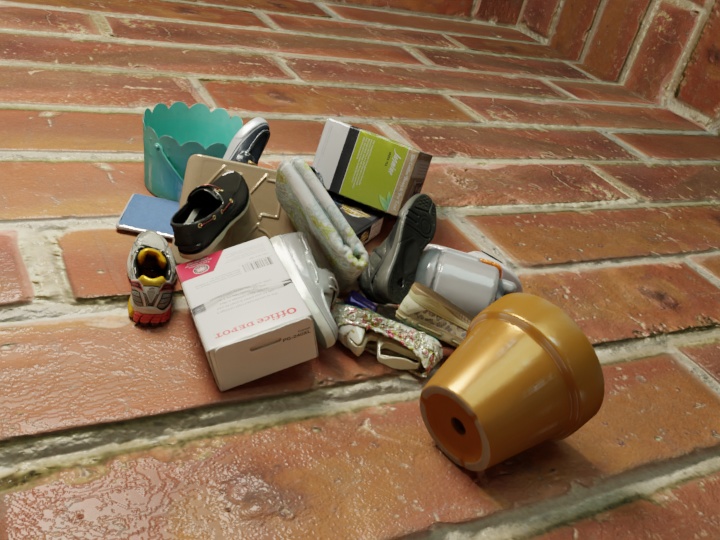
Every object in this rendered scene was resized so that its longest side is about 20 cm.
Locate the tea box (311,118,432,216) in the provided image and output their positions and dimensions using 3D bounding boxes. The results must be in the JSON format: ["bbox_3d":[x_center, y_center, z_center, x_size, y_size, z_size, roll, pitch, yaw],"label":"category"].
[{"bbox_3d":[0.025,-0.205,1.478,0.195,0.135,0.200,22,11,9],"label":"tea box"}]

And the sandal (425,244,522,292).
[{"bbox_3d":[0.205,-0.007,1.339,0.205,0.080,0.059,25,34,20],"label":"sandal"}]

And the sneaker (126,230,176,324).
[{"bbox_3d":[-0.307,-0.007,1.102,0.077,0.083,0.201,2,32,-21],"label":"sneaker"}]

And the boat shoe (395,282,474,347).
[{"bbox_3d":[0.147,0.095,1.125,0.199,0.063,0.073,35,11,-6],"label":"boat shoe"}]

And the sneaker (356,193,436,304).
[{"bbox_3d":[0.052,-0.035,1.189,0.076,0.201,0.114,34,-24,-31],"label":"sneaker"}]

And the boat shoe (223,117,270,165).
[{"bbox_3d":[-0.202,-0.169,1.306,0.090,0.201,0.071,32,-6,19],"label":"boat shoe"}]

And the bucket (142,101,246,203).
[{"bbox_3d":[-0.316,-0.220,1.398,0.205,0.136,0.208,10,31,-6],"label":"bucket"}]

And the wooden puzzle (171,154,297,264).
[{"bbox_3d":[-0.203,-0.084,1.226,0.198,0.187,0.046,9,-9,-6],"label":"wooden puzzle"}]

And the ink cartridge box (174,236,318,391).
[{"bbox_3d":[-0.161,0.056,1.028,0.144,0.084,0.200,-18,41,-15],"label":"ink cartridge box"}]

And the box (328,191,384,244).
[{"bbox_3d":[-0.086,-0.095,1.385,0.199,0.050,0.198,27,31,20],"label":"box"}]

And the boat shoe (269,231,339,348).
[{"bbox_3d":[-0.069,0.019,1.085,0.071,0.070,0.202,-22,60,-14],"label":"boat shoe"}]

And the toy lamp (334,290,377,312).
[{"bbox_3d":[-0.071,0.039,1.158,0.198,0.059,0.058,20,30,6],"label":"toy lamp"}]

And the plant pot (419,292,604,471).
[{"bbox_3d":[0.182,0.159,0.966,0.182,0.202,0.200,-29,50,-30],"label":"plant pot"}]

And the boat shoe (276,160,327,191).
[{"bbox_3d":[-0.105,-0.165,1.333,0.070,0.091,0.200,-29,47,-12],"label":"boat shoe"}]

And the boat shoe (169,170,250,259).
[{"bbox_3d":[-0.224,-0.099,1.120,0.073,0.064,0.202,3,37,17],"label":"boat shoe"}]

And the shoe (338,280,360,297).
[{"bbox_3d":[0.000,0.000,1.258,0.198,0.054,0.070,-7,37,-34],"label":"shoe"}]

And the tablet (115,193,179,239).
[{"bbox_3d":[-0.317,-0.086,1.298,0.198,0.014,0.131,11,30,-9],"label":"tablet"}]

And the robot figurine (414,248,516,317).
[{"bbox_3d":[0.154,0.032,1.216,0.198,0.114,0.170,18,45,3],"label":"robot figurine"}]

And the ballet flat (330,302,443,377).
[{"bbox_3d":[0.025,0.103,1.088,0.198,0.076,0.064,17,46,10],"label":"ballet flat"}]

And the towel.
[{"bbox_3d":[-0.065,-0.068,1.129,0.048,0.171,0.201,-34,86,-12],"label":"towel"}]
